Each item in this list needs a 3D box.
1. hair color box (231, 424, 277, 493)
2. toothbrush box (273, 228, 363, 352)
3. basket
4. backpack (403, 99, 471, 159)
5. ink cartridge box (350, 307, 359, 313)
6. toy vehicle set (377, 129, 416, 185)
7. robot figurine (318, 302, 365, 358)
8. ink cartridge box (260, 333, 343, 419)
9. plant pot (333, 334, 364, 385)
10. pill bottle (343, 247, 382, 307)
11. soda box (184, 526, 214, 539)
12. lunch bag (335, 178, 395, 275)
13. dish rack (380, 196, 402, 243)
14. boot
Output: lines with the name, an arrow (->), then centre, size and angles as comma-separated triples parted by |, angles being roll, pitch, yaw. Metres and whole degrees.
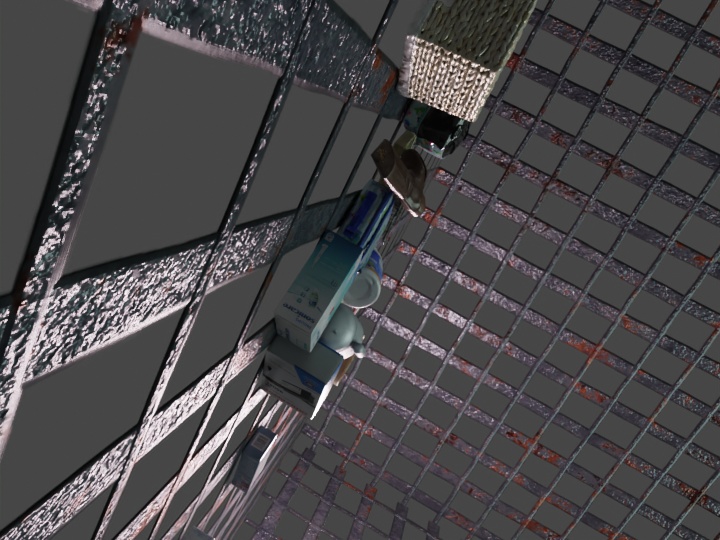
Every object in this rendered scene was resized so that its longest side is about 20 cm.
hair color box -> -0.316, 0.561, 1.614 | 0.099, 0.060, 0.200 | -54, 170, -52
toothbrush box -> -0.082, 0.043, 1.073 | 0.200, 0.085, 0.147 | -58, 174, -22
basket -> 0.177, -0.390, 0.921 | 0.199, 0.160, 0.200 | -61, 176, -9
backpack -> 0.189, -0.351, 1.243 | 0.178, 0.150, 0.200 | -59, 167, 6
ink cartridge box -> -0.016, 0.058, 1.747 | 0.147, 0.083, 0.200 | -63, 174, 24
toy vehicle set -> 0.082, -0.256, 1.387 | 0.124, 0.026, 0.200 | -55, 171, -50
robot figurine -> -0.057, 0.134, 1.223 | 0.113, 0.169, 0.200 | -54, 163, -9
ink cartridge box -> -0.132, 0.224, 1.187 | 0.084, 0.144, 0.200 | -55, 171, -36
plant pot -> -0.091, 0.282, 1.908 | 0.201, 0.134, 0.200 | -61, 175, -9
pill bottle -> 0.000, 0.000, 1.383 | 0.200, 0.112, 0.112 | -82, -164, -63
soda box -> -0.438, 0.728, 1.315 | 0.068, 0.063, 0.200 | -65, 173, 29
lunch bag -> 0.004, -0.094, 1.219 | 0.201, 0.082, 0.161 | -61, 172, -19
dish rack -> 0.089, -0.170, 1.388 | 0.154, 0.054, 0.200 | 111, 5, -47
boot -> 0.081, -0.235, 1.176 | 0.200, 0.064, 0.187 | 37, 39, -52
